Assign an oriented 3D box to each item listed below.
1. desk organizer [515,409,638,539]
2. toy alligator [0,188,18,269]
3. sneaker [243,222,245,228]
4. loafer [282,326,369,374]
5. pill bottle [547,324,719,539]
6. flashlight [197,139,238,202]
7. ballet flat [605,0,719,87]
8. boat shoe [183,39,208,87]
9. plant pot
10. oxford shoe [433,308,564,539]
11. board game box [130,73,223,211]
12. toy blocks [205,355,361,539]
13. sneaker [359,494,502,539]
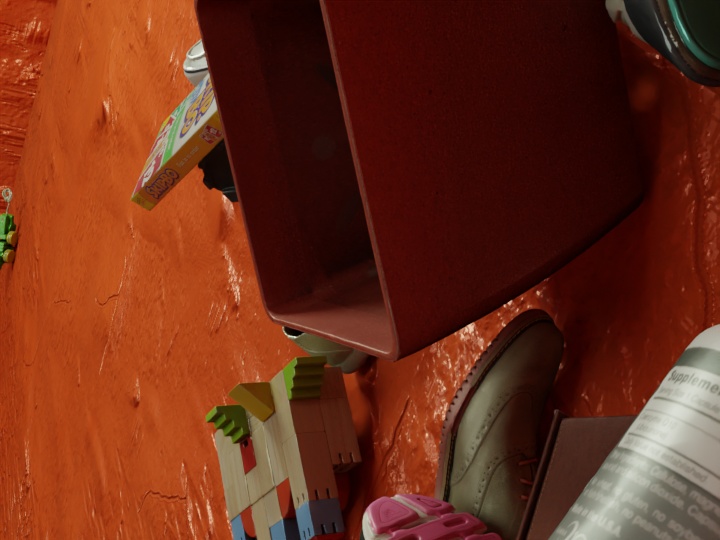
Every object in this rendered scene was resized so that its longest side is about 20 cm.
[{"bbox_3d":[0.104,0.164,0.535,0.077,0.072,0.201,-13,51,56],"label":"desk organizer"},{"bbox_3d":[-0.799,-0.084,2.842,0.054,0.059,0.201,5,-84,-73],"label":"toy alligator"},{"bbox_3d":[-0.038,-0.100,1.043,0.140,0.077,0.201,143,132,-59],"label":"sneaker"},{"bbox_3d":[0.000,0.000,0.924,0.076,0.068,0.200,-106,34,-46],"label":"loafer"},{"bbox_3d":[0.137,0.091,0.432,0.200,0.114,0.114,-52,22,-8],"label":"pill bottle"},{"bbox_3d":[-0.103,-0.157,1.160,0.068,0.068,0.200,-53,15,41],"label":"flashlight"},{"bbox_3d":[0.156,-0.163,0.631,0.073,0.073,0.201,137,143,-55],"label":"ballet flat"},{"bbox_3d":[-0.089,-0.236,1.121,0.200,0.066,0.072,-26,36,27],"label":"boat shoe"},{"bbox_3d":[0.037,-0.082,0.688,0.200,0.176,0.201,10,114,67],"label":"plant pot"},{"bbox_3d":[0.084,0.122,0.712,0.075,0.070,0.201,28,107,38],"label":"oxford shoe"},{"bbox_3d":[-0.136,-0.132,1.090,0.200,0.030,0.096,-31,35,48],"label":"board game box"},{"bbox_3d":[-0.055,0.166,0.975,0.200,0.100,0.137,-44,53,53],"label":"toy blocks"},{"bbox_3d":[0.061,0.203,0.646,0.200,0.074,0.088,44,131,32],"label":"sneaker"}]
